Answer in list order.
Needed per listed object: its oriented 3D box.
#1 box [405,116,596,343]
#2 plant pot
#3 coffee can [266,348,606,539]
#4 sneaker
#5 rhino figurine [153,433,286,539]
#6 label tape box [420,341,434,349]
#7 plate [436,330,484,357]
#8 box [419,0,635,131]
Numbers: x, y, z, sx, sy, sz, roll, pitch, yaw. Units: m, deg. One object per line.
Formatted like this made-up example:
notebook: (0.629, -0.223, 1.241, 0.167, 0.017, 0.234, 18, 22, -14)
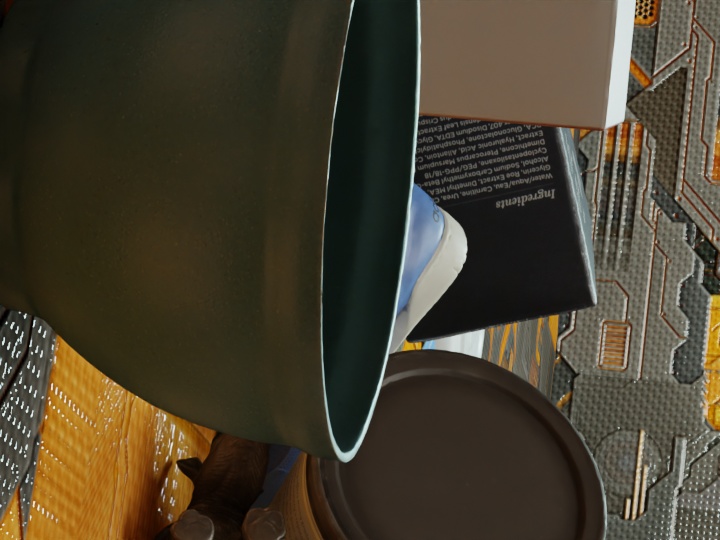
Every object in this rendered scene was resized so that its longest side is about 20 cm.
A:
box: (0.063, -0.085, 1.614, 0.197, 0.117, 0.201, -75, 152, -76)
plant pot: (-0.059, -0.038, 0.984, 0.200, 0.134, 0.201, 5, 90, -81)
coffee can: (0.015, 0.153, 1.342, 0.200, 0.146, 0.147, 120, -14, -49)
sneaker: (-0.034, 0.029, 1.430, 0.111, 0.077, 0.200, 41, 78, -36)
rhino figurine: (-0.070, 0.139, 1.261, 0.088, 0.060, 0.201, 117, -14, -55)
label tape box: (0.001, 0.145, 1.709, 0.143, 0.066, 0.201, -63, 157, -67)
plate: (0.082, 0.033, 2.305, 0.200, 0.032, 0.200, -67, 159, -65)
box: (0.022, -0.121, 1.252, 0.124, 0.199, 0.098, -26, 120, -79)
